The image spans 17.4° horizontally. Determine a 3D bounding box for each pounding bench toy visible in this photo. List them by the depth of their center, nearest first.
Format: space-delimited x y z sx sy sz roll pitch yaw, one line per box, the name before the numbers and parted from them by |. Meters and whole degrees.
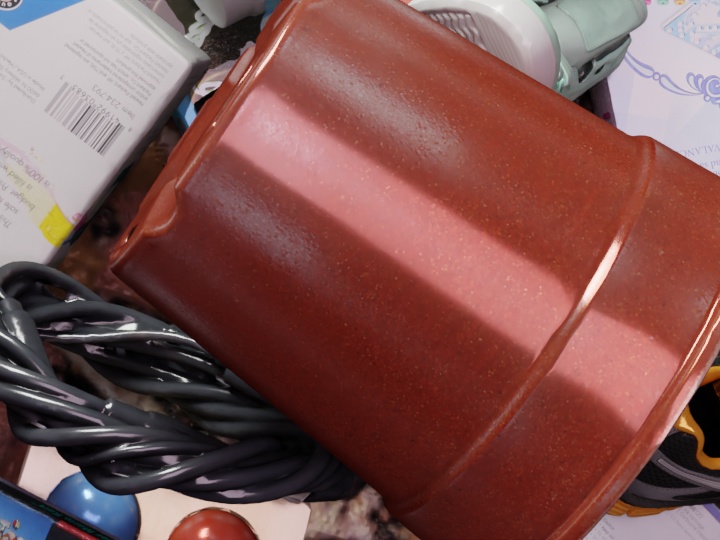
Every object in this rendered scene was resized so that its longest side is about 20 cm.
pounding bench toy | -0.113 0.180 1.041 0.124 0.156 0.200 17 84 -5

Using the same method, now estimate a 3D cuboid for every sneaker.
sneaker | 0.079 -0.109 1.049 0.118 0.200 0.074 -34 89 -11
sneaker | 0.195 0.071 1.107 0.200 0.077 0.078 -12 74 -31

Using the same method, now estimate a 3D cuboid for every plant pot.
plant pot | 0.021 -0.007 0.917 0.195 0.201 0.201 34 82 -8

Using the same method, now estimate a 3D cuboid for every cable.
cable | -0.100 0.052 0.991 0.200 0.163 0.051 26 108 16

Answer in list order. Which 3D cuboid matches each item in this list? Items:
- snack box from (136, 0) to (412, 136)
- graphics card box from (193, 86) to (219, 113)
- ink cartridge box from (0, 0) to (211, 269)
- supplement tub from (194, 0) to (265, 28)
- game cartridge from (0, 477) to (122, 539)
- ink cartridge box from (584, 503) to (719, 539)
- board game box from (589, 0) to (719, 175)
snack box | -0.016 -0.148 1.140 0.200 0.037 0.116 -28 90 -9
graphics card box | 0.000 0.000 1.067 0.051 0.125 0.200 -30 103 -7
ink cartridge box | -0.176 -0.052 1.084 0.116 0.067 0.200 38 98 -2
supplement tub | -0.004 -0.210 1.054 0.200 0.145 0.146 -30 89 -9
game cartridge | -0.161 0.150 0.959 0.200 0.038 0.130 22 91 28
ink cartridge box | 0.076 0.159 1.126 0.200 0.039 0.099 -44 91 -7
board game box | 0.206 -0.136 1.163 0.199 0.043 0.200 -10 86 -8
